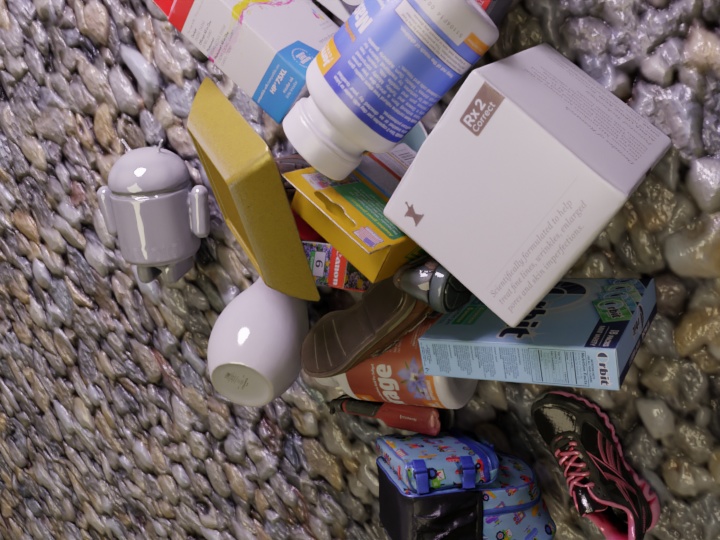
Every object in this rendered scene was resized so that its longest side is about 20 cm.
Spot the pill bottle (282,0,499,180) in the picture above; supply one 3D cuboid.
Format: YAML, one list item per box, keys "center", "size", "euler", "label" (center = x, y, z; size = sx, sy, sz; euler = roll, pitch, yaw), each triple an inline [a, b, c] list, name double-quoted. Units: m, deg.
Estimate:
- center: [0.020, -0.181, 0.701]
  size: [0.200, 0.112, 0.112]
  euler: [-43, 85, 22]
  label: "pill bottle"

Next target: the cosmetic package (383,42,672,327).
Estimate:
- center: [0.160, -0.089, 0.720]
  size: [0.165, 0.200, 0.166]
  euler: [41, 127, 10]
  label: "cosmetic package"

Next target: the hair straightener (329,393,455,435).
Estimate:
- center: [0.040, 0.182, 0.997]
  size: [0.198, 0.076, 0.042]
  euler: [-6, 90, 40]
  label: "hair straightener"

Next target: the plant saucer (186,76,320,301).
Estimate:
- center: [-0.125, -0.080, 0.827]
  size: [0.200, 0.048, 0.202]
  euler: [50, 161, 46]
  label: "plant saucer"

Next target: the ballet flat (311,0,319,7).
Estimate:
- center: [-0.079, -0.336, 0.853]
  size: [0.063, 0.076, 0.202]
  euler: [3, 122, 21]
  label: "ballet flat"

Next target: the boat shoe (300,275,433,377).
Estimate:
- center: [0.011, 0.070, 0.864]
  size: [0.199, 0.067, 0.073]
  euler: [-35, 58, 40]
  label: "boat shoe"

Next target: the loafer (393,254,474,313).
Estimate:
- center: [0.104, -0.007, 0.796]
  size: [0.062, 0.199, 0.073]
  euler: [15, 106, 29]
  label: "loafer"

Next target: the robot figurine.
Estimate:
- center: [-0.286, -0.084, 1.068]
  size: [0.167, 0.113, 0.203]
  euler: [-1, 112, 11]
  label: "robot figurine"

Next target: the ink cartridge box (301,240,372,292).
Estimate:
- center: [0.000, 0.000, 0.886]
  size: [0.199, 0.108, 0.051]
  euler: [8, 90, 48]
  label: "ink cartridge box"

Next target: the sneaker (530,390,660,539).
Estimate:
- center: [0.259, 0.230, 0.865]
  size: [0.201, 0.095, 0.079]
  euler: [52, 130, 5]
  label: "sneaker"

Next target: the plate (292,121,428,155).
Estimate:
- center: [0.006, -0.127, 0.914]
  size: [0.198, 0.026, 0.203]
  euler: [14, 117, 28]
  label: "plate"

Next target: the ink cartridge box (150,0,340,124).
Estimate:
- center: [-0.113, -0.260, 0.793]
  size: [0.200, 0.116, 0.067]
  euler: [43, 132, 0]
  label: "ink cartridge box"

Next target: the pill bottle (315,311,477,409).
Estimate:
- center: [0.038, 0.106, 0.942]
  size: [0.198, 0.112, 0.114]
  euler: [-1, 110, 33]
  label: "pill bottle"

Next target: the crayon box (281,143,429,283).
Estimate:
- center: [0.020, -0.061, 0.780]
  size: [0.126, 0.199, 0.052]
  euler: [42, 128, 22]
  label: "crayon box"

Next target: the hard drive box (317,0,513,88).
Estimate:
- center: [0.054, -0.305, 0.771]
  size: [0.199, 0.077, 0.157]
  euler: [40, 127, 11]
  label: "hard drive box"

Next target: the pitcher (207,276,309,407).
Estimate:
- center: [-0.126, 0.085, 0.986]
  size: [0.120, 0.201, 0.172]
  euler: [23, 134, -4]
  label: "pitcher"

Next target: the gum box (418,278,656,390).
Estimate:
- center: [0.185, 0.057, 0.788]
  size: [0.198, 0.170, 0.045]
  euler: [1, 111, 33]
  label: "gum box"

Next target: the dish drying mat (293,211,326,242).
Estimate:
- center: [-0.020, -0.051, 0.915]
  size: [0.198, 0.018, 0.077]
  euler: [9, 160, 30]
  label: "dish drying mat"

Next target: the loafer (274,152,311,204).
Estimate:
- center: [-0.108, -0.107, 0.947]
  size: [0.199, 0.063, 0.073]
  euler: [14, 121, 44]
  label: "loafer"

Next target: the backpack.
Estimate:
- center: [0.127, 0.266, 0.914]
  size: [0.197, 0.183, 0.137]
  euler: [-3, 93, -9]
  label: "backpack"
